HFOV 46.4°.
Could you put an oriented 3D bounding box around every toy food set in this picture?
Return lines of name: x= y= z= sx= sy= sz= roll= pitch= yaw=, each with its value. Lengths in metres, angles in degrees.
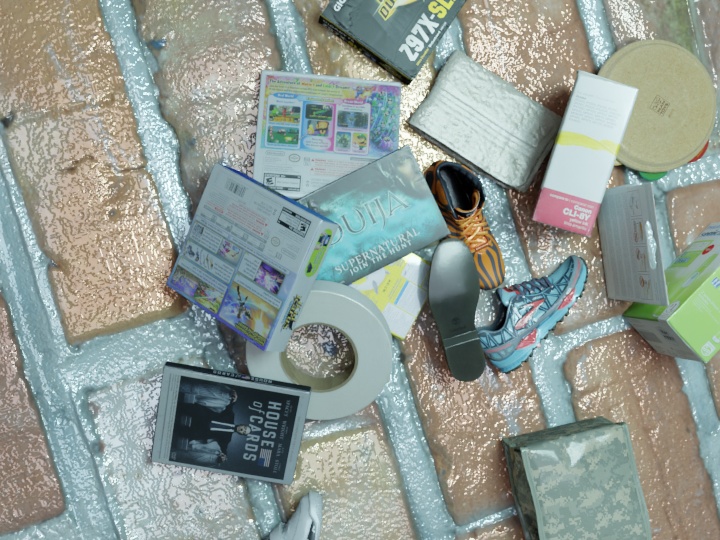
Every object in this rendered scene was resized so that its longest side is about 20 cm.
toy food set: x=0.427 y=-0.235 z=1.227 sx=0.197 sy=0.049 sz=0.201 roll=15 pitch=89 yaw=-7

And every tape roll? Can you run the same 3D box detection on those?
tape roll: x=-0.055 y=0.111 z=1.143 sx=0.202 sy=0.037 sz=0.204 roll=1 pitch=113 yaw=4

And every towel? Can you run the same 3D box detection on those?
towel: x=0.183 y=-0.211 z=1.207 sx=0.200 sy=0.034 sz=0.133 roll=32 pitch=85 yaw=-7

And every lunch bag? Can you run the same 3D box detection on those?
lunch bag: x=0.307 y=0.323 z=1.187 sx=0.163 sy=0.118 sz=0.201 roll=-12 pitch=87 yaw=-7

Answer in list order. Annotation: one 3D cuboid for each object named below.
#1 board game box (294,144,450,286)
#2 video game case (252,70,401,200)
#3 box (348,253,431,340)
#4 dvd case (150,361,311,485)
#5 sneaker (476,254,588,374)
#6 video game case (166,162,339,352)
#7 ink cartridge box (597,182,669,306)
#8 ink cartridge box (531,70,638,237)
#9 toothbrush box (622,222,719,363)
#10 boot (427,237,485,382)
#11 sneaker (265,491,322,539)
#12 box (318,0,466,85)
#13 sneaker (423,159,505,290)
board game box: x=0.004 y=-0.066 z=1.133 sx=0.199 sy=0.028 sz=0.136 roll=-27 pitch=99 yaw=0
video game case: x=-0.045 y=-0.182 z=1.167 sx=0.199 sy=0.024 sz=0.183 roll=4 pitch=79 yaw=-5
box: x=0.000 y=0.000 z=1.183 sx=0.200 sy=0.048 sz=0.118 roll=31 pitch=88 yaw=-8
dvd case: x=-0.178 y=0.210 z=1.149 sx=0.199 sy=0.025 sz=0.151 roll=11 pitch=109 yaw=-4
sneaker: x=0.241 y=0.047 z=1.195 sx=0.095 sy=0.079 sz=0.200 roll=40 pitch=86 yaw=-3
video game case: x=-0.145 y=-0.019 z=1.098 sx=0.200 sy=0.045 sz=0.182 roll=29 pitch=99 yaw=31
ink cartridge box: x=0.384 y=-0.039 z=1.148 sx=0.050 sy=0.200 sz=0.163 roll=-9 pitch=92 yaw=-7
ink cartridge box: x=0.302 y=-0.157 z=1.139 sx=0.083 sy=0.145 sz=0.201 roll=18 pitch=102 yaw=11
toothbrush box: x=0.494 y=0.026 z=1.190 sx=0.200 sy=0.146 sz=0.086 roll=-43 pitch=94 yaw=-3
boot: x=0.129 y=0.050 z=1.174 sx=0.073 sy=0.075 sz=0.201 roll=-9 pitch=102 yaw=-3
sneaker: x=-0.130 y=0.389 z=1.157 sx=0.115 sy=0.075 sz=0.201 roll=22 pitch=92 yaw=-9
box: x=0.061 y=-0.389 z=1.184 sx=0.159 sy=0.049 sz=0.200 roll=35 pitch=87 yaw=-8
sneaker: x=0.148 y=-0.061 z=1.165 sx=0.077 sy=0.112 sz=0.200 roll=-31 pitch=94 yaw=-5
